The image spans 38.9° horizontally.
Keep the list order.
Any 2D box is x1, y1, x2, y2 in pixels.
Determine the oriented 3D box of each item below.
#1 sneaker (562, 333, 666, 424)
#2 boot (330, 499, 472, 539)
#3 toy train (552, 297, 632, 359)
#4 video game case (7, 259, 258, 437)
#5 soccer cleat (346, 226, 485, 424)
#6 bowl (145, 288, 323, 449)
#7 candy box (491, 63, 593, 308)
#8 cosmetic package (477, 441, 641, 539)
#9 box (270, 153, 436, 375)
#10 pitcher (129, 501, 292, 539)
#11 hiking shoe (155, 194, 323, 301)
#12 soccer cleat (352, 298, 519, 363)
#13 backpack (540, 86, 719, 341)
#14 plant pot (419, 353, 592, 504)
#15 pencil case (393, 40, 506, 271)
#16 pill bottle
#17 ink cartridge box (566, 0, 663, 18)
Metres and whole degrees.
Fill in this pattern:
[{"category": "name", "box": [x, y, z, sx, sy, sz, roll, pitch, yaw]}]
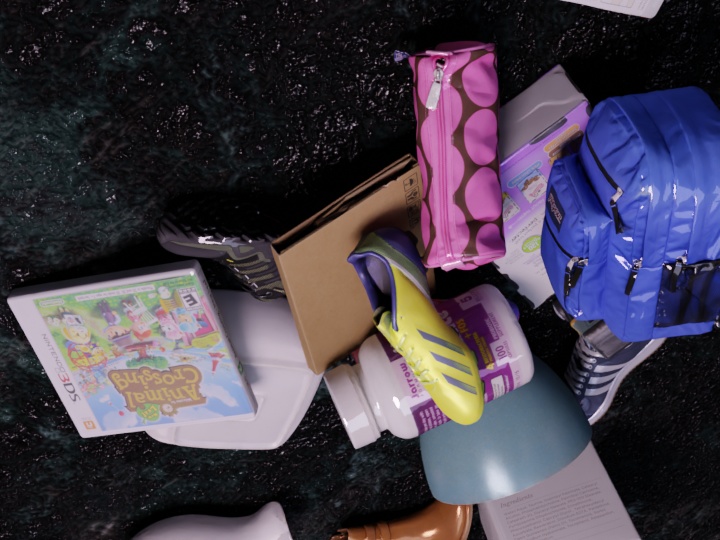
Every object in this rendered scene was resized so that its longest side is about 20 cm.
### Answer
[{"category": "sneaker", "box": [0.273, 0.108, 1.223, 0.108, 0.070, 0.201, 21, 114, -39]}, {"category": "boot", "box": [0.049, 0.351, 1.376, 0.154, 0.077, 0.201, 15, 132, -25]}, {"category": "toy train", "box": [0.303, 0.005, 1.112, 0.199, 0.115, 0.085, -38, 132, 17]}, {"category": "video game case", "box": [-0.219, 0.082, 0.993, 0.198, 0.022, 0.183, -9, 123, 15]}, {"category": "soccer cleat", "box": [0.047, 0.058, 0.937, 0.064, 0.202, 0.083, -24, -177, 45]}, {"category": "bowl", "box": [-0.133, 0.120, 1.092, 0.198, 0.075, 0.201, 8, 126, -26]}, {"category": "candy box", "box": [0.187, -0.077, 1.026, 0.167, 0.072, 0.200, -35, 132, 13]}, {"category": "cosmetic package", "box": [0.255, 0.341, 1.338, 0.165, 0.201, 0.168, -18, 135, -2]}, {"category": "box", "box": [0.000, 0.000, 0.996, 0.163, 0.021, 0.201, -34, 145, -16]}, {"category": "pitcher", "box": [-0.198, 0.372, 1.279, 0.198, 0.122, 0.172, -11, 150, -25]}, {"category": "hiking shoe", "box": [-0.103, -0.009, 0.982, 0.198, 0.076, 0.101, 5, 125, -24]}, {"category": "soccer cleat", "box": [0.082, 0.056, 1.119, 0.198, 0.067, 0.077, -14, 120, -8]}, {"category": "backpack", "box": [0.253, -0.053, 0.911, 0.166, 0.163, 0.202, -7, 131, -10]}, {"category": "plant pot", "box": [0.146, 0.156, 1.164, 0.198, 0.200, 0.136, -24, 98, 3]}, {"category": "pencil case", "box": [0.084, -0.099, 0.902, 0.090, 0.094, 0.203, -5, 100, 11]}, {"category": "pill bottle", "box": [0.067, 0.102, 1.040, 0.198, 0.113, 0.113, -25, 135, -5]}, {"category": "ink cartridge box", "box": [0.202, -0.307, 0.851, 0.198, 0.050, 0.163, 0, 130, -31]}]
